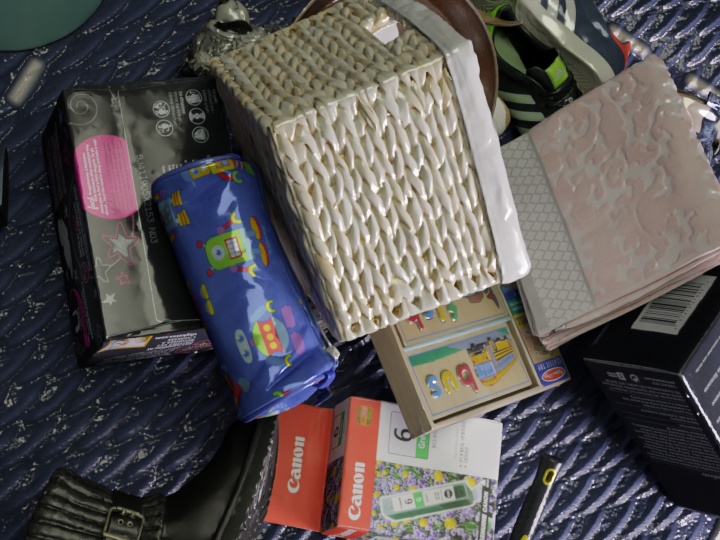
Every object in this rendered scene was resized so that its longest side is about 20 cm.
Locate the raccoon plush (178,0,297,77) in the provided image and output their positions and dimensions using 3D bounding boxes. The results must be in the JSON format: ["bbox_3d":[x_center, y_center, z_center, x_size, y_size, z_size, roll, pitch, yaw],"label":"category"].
[{"bbox_3d":[-0.063,-0.138,1.369,0.134,0.097,0.200,-24,83,-16],"label":"raccoon plush"}]

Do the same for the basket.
[{"bbox_3d":[0.005,-0.082,1.228,0.161,0.198,0.200,-24,118,-8],"label":"basket"}]

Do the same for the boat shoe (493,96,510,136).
[{"bbox_3d":[0.038,-0.172,1.421,0.200,0.071,0.069,40,69,-3],"label":"boat shoe"}]

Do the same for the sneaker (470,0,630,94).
[{"bbox_3d":[0.165,-0.242,1.493,0.200,0.075,0.085,45,55,-5],"label":"sneaker"}]

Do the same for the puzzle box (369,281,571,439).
[{"bbox_3d":[0.087,0.054,1.349,0.200,0.025,0.133,-14,79,-49],"label":"puzzle box"}]

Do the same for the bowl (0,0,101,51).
[{"bbox_3d":[-0.291,-0.290,1.324,0.200,0.105,0.201,5,73,-17],"label":"bowl"}]

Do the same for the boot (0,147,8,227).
[{"bbox_3d":[-0.326,-0.003,1.251,0.097,0.075,0.200,3,65,-6],"label":"boot"}]

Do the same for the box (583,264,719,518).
[{"bbox_3d":[0.301,0.094,1.371,0.148,0.104,0.200,-50,124,-25],"label":"box"}]

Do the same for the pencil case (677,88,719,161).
[{"bbox_3d":[0.264,-0.061,1.438,0.089,0.078,0.200,16,85,-1],"label":"pencil case"}]

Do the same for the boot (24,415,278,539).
[{"bbox_3d":[-0.158,0.177,1.236,0.158,0.079,0.211,17,52,8],"label":"boot"}]

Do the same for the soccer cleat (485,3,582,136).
[{"bbox_3d":[0.168,-0.150,1.453,0.200,0.081,0.068,47,65,-3],"label":"soccer cleat"}]

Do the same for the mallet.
[{"bbox_3d":[0.125,0.245,1.303,0.066,0.041,0.200,28,92,-15],"label":"mallet"}]

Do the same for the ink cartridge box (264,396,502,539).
[{"bbox_3d":[0.012,0.163,1.320,0.200,0.050,0.109,12,71,-16],"label":"ink cartridge box"}]

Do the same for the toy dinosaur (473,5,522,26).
[{"bbox_3d":[0.069,-0.241,1.420,0.200,0.058,0.101,31,33,23],"label":"toy dinosaur"}]

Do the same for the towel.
[{"bbox_3d":[0.202,-0.059,1.368,0.032,0.191,0.200,31,36,-52],"label":"towel"}]

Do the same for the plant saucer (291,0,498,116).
[{"bbox_3d":[0.017,-0.151,1.344,0.200,0.034,0.201,-6,108,-21],"label":"plant saucer"}]

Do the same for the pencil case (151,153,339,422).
[{"bbox_3d":[-0.082,0.011,1.195,0.087,0.078,0.200,-23,85,5],"label":"pencil case"}]

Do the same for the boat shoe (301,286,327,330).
[{"bbox_3d":[-0.001,-0.001,1.358,0.202,0.065,0.075,-26,84,-26],"label":"boat shoe"}]

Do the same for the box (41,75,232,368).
[{"bbox_3d":[-0.166,-0.037,1.285,0.132,0.115,0.200,-7,79,-22],"label":"box"}]
